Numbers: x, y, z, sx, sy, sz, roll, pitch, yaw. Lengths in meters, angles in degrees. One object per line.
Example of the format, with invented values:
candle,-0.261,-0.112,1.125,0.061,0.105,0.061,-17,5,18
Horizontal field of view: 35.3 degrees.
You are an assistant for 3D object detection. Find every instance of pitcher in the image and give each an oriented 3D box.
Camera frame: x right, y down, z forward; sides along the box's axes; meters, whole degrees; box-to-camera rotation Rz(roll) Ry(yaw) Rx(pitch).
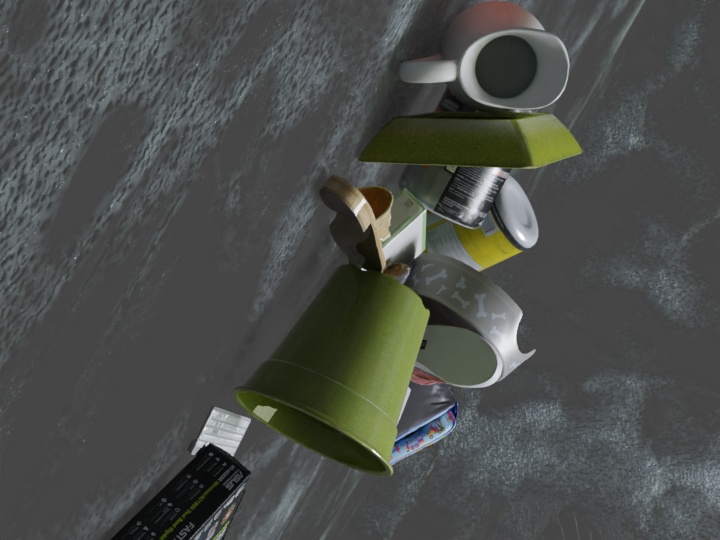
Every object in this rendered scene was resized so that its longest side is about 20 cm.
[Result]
pitcher,0.124,-0.226,1.218,0.200,0.171,0.122,-90,-179,-73

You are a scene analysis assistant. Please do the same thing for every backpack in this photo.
backpack,0.037,0.200,1.733,0.182,0.135,0.200,-27,-171,-14

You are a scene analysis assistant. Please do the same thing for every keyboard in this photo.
keyboard,-0.159,0.189,1.302,0.056,0.011,0.200,-58,169,-7

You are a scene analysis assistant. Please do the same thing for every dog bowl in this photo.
dog bowl,0.133,0.068,1.485,0.059,0.200,0.200,-49,166,-22

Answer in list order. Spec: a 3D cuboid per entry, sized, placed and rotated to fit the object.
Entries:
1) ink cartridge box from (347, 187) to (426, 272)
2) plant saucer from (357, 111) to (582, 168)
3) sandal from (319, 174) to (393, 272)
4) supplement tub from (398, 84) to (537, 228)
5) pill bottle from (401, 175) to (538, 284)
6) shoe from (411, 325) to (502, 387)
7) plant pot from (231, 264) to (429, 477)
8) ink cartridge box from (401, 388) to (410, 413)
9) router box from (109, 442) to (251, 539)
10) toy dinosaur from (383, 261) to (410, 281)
ink cartridge box,0.000,0.000,1.430,0.200,0.048,0.146,-41,165,-11
plant saucer,0.125,-0.148,1.250,0.200,0.199,0.048,-23,115,-62
sandal,0.010,-0.063,1.222,0.070,0.078,0.212,-51,163,-11
supplement tub,0.142,-0.165,1.426,0.200,0.122,0.122,-62,169,11
pill bottle,0.134,-0.047,1.553,0.200,0.112,0.112,-26,-175,26
shoe,0.106,0.113,1.456,0.091,0.200,0.072,37,70,-52
plant pot,-0.013,0.103,1.280,0.190,0.200,0.200,-62,170,-19
ink cartridge box,-0.008,0.171,1.482,0.115,0.068,0.200,-69,155,-15
router box,-0.210,0.299,1.202,0.200,0.062,0.150,-43,163,-50
toy dinosaur,0.002,0.080,1.407,0.200,0.106,0.060,-49,176,-15
